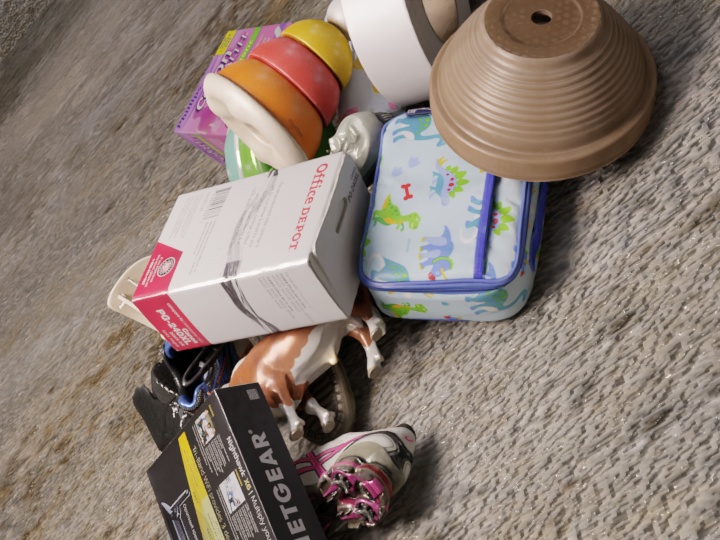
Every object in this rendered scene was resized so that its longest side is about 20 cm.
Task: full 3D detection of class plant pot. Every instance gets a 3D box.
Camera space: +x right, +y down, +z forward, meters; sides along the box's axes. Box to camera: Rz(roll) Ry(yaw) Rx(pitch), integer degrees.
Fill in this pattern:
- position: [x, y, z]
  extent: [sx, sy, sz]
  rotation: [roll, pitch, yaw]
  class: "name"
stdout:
- position: [0.155, -0.182, 0.832]
  extent: [0.198, 0.093, 0.203]
  rotation: [-5, 56, 8]
  class: "plant pot"

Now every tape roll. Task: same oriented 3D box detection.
- position: [0.053, -0.282, 1.029]
  extent: [0.070, 0.203, 0.204]
  rotation: [-11, 53, 28]
  class: "tape roll"

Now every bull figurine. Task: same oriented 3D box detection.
- position: [-0.056, 0.088, 0.909]
  extent: [0.121, 0.065, 0.201]
  rotation: [40, 96, 37]
  class: "bull figurine"

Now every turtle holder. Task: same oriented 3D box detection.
- position: [-0.092, -0.122, 1.175]
  extent: [0.131, 0.187, 0.141]
  rotation: [-10, 23, 48]
  class: "turtle holder"

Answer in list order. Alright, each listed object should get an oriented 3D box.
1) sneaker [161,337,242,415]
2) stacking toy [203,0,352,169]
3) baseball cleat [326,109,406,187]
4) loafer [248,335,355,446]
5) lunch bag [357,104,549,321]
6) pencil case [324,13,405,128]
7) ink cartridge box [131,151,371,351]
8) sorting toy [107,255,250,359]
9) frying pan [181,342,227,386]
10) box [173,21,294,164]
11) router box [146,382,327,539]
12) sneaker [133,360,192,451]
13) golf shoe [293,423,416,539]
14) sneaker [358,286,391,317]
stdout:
- position: [-0.168, 0.063, 0.995]
  extent: [0.075, 0.078, 0.202]
  rotation: [-31, 65, 21]
  class: "sneaker"
- position: [-0.055, -0.212, 1.025]
  extent: [0.200, 0.146, 0.146]
  rotation: [-48, 32, -9]
  class: "stacking toy"
- position: [-0.007, -0.088, 1.004]
  extent: [0.070, 0.106, 0.200]
  rotation: [60, 141, 18]
  class: "baseball cleat"
- position: [-0.054, 0.098, 0.989]
  extent: [0.076, 0.068, 0.201]
  rotation: [-42, 51, 12]
  class: "loafer"
- position: [0.089, -0.057, 0.879]
  extent: [0.159, 0.083, 0.202]
  rotation: [2, 62, 22]
  class: "lunch bag"
- position: [0.007, -0.204, 1.089]
  extent: [0.091, 0.082, 0.202]
  rotation: [133, 133, -65]
  class: "pencil case"
- position: [-0.094, -0.016, 0.904]
  extent: [0.198, 0.084, 0.146]
  rotation: [-11, 42, 27]
  class: "ink cartridge box"
- position: [-0.162, 0.015, 1.120]
  extent: [0.199, 0.107, 0.181]
  rotation: [28, 88, 33]
  class: "sorting toy"
- position: [-0.128, 0.032, 0.977]
  extent: [0.189, 0.031, 0.115]
  rotation: [-28, 51, -31]
  class: "frying pan"
- position: [-0.149, -0.244, 1.365]
  extent: [0.199, 0.096, 0.177]
  rotation: [14, 75, 56]
  class: "box"
- position: [-0.108, 0.226, 0.858]
  extent: [0.157, 0.052, 0.201]
  rotation: [-47, 59, 39]
  class: "router box"
- position: [-0.191, 0.177, 1.089]
  extent: [0.200, 0.060, 0.105]
  rotation: [42, 135, 31]
  class: "sneaker"
- position: [-0.023, 0.195, 0.879]
  extent: [0.199, 0.073, 0.092]
  rotation: [-27, 12, 44]
  class: "golf shoe"
- position: [0.002, 0.001, 0.997]
  extent: [0.199, 0.060, 0.105]
  rotation: [-20, 52, 47]
  class: "sneaker"
